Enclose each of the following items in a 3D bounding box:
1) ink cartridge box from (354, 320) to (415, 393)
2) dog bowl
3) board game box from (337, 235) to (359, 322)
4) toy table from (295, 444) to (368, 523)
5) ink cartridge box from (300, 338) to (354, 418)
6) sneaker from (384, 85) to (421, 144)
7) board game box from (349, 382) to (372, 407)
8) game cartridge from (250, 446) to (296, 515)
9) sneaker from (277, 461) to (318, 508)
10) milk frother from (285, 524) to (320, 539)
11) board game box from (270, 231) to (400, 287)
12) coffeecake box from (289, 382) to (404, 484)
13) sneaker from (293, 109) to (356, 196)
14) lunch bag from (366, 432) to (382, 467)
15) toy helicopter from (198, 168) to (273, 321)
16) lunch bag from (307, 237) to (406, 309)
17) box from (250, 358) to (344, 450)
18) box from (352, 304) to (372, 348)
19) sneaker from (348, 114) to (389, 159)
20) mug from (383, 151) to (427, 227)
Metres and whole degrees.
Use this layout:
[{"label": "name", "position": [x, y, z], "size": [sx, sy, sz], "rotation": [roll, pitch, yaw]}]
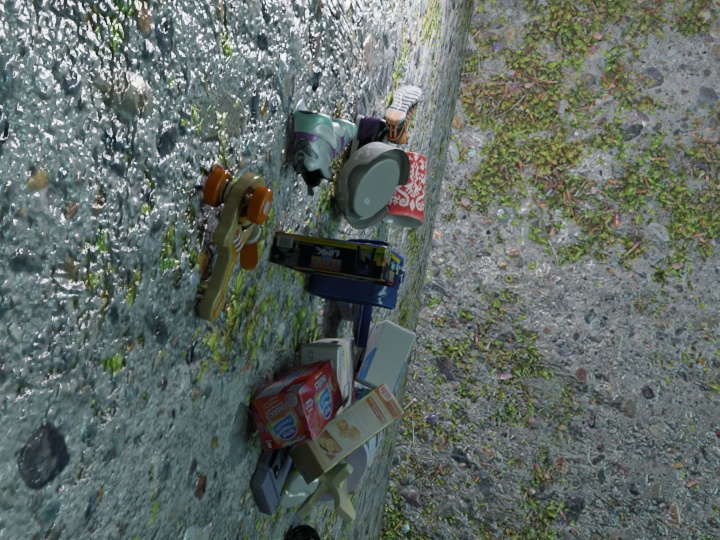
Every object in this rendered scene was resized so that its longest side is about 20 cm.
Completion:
[{"label": "ink cartridge box", "position": [0.046, 0.205, 1.427], "size": [0.200, 0.082, 0.148], "rotation": [141, -28, -77]}, {"label": "dog bowl", "position": [0.023, -0.192, 1.335], "size": [0.198, 0.058, 0.202], "rotation": [-34, 146, -26]}, {"label": "board game box", "position": [-0.025, 0.025, 1.519], "size": [0.201, 0.033, 0.137], "rotation": [78, 25, -59]}, {"label": "toy table", "position": [-0.071, 0.483, 1.392], "size": [0.202, 0.182, 0.117], "rotation": [-59, 176, 18]}, {"label": "ink cartridge box", "position": [-0.068, 0.230, 1.314], "size": [0.200, 0.083, 0.152], "rotation": [10, 80, -81]}, {"label": "sneaker", "position": [0.116, -0.441, 1.727], "size": [0.201, 0.076, 0.113], "rotation": [-57, 160, -36]}, {"label": "board game box", "position": [-0.042, 0.322, 1.444], "size": [0.200, 0.132, 0.030], "rotation": [-46, 153, -67]}, {"label": "game cartridge", "position": [-0.159, 0.365, 1.201], "size": [0.131, 0.038, 0.202], "rotation": [92, 14, -47]}, {"label": "sneaker", "position": [-0.123, 0.411, 1.304], "size": [0.201, 0.105, 0.076], "rotation": [-48, 127, -7]}, {"label": "milk frother", "position": [-0.133, 0.739, 1.407], "size": [0.189, 0.178, 0.202], "rotation": [-48, -146, 25]}, {"label": "board game box", "position": [-0.039, -0.016, 1.060], "size": [0.165, 0.195, 0.058], "rotation": [31, 68, -75]}, {"label": "coffeecake box", "position": [-0.029, 0.322, 1.181], "size": [0.198, 0.074, 0.154], "rotation": [-30, 165, -29]}, {"label": "sneaker", "position": [-0.071, -0.204, 1.075], "size": [0.199, 0.076, 0.143], "rotation": [-16, 118, -66]}, {"label": "lunch bag", "position": [-0.016, 0.431, 1.518], "size": [0.201, 0.127, 0.170], "rotation": [-51, 177, 18]}, {"label": "toy helicopter", "position": [-0.172, -0.031, 0.801], "size": [0.132, 0.077, 0.204], "rotation": [-35, 145, -84]}, {"label": "lunch bag", "position": [0.000, 0.000, 1.246], "size": [0.136, 0.195, 0.136], "rotation": [28, 71, -71]}, {"label": "box", "position": [-0.110, 0.243, 1.109], "size": [0.200, 0.098, 0.098], "rotation": [-28, 103, -74]}, {"label": "box", "position": [0.006, 0.111, 1.455], "size": [0.200, 0.032, 0.124], "rotation": [-104, -157, -82]}, {"label": "sneaker", "position": [0.019, -0.251, 1.380], "size": [0.076, 0.086, 0.205], "rotation": [-26, 125, -74]}, {"label": "mug", "position": [0.127, -0.248, 1.861], "size": [0.132, 0.175, 0.205], "rotation": [16, 78, -40]}]
